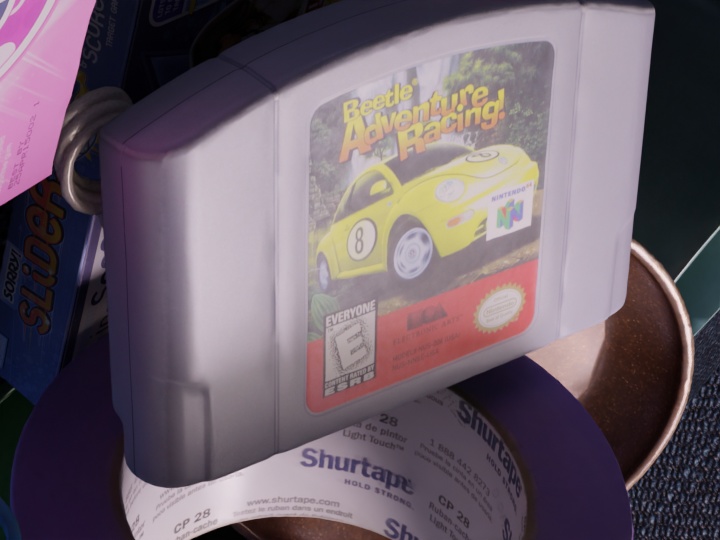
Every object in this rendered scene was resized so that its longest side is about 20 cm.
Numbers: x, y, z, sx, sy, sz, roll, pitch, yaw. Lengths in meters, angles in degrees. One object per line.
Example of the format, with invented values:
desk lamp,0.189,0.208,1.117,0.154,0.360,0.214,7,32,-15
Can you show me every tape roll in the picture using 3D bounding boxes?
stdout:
tape roll,-0.015,0.099,0.642,0.200,0.200,0.085,-35,145,-40

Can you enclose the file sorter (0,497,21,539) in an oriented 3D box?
file sorter,-0.194,0.129,0.625,0.139,0.123,0.200,-38,162,-32

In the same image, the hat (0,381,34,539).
hat,-0.100,0.151,0.824,0.200,0.176,0.166,-50,163,7

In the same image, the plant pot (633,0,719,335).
plant pot,0.123,-0.058,0.963,0.201,0.161,0.201,-44,165,-16

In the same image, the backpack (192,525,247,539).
backpack,-0.074,0.200,0.929,0.191,0.154,0.200,-48,-169,42

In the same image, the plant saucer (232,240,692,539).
plant saucer,0.029,0.041,0.763,0.199,0.037,0.201,-6,130,-7

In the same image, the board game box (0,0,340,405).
board game box,-0.057,-0.058,0.668,0.135,0.034,0.201,-33,151,-45

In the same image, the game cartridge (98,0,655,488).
game cartridge,0.012,-0.022,0.613,0.199,0.041,0.134,-20,122,-32

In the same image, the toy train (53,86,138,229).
toy train,-0.015,-0.068,0.626,0.200,0.056,0.151,-39,134,-17

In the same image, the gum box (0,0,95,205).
gum box,-0.118,-0.073,0.445,0.113,0.066,0.200,-37,161,-38
